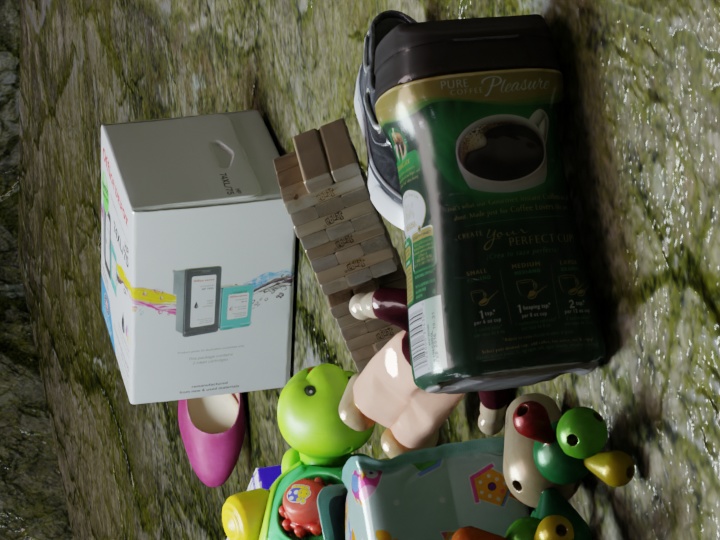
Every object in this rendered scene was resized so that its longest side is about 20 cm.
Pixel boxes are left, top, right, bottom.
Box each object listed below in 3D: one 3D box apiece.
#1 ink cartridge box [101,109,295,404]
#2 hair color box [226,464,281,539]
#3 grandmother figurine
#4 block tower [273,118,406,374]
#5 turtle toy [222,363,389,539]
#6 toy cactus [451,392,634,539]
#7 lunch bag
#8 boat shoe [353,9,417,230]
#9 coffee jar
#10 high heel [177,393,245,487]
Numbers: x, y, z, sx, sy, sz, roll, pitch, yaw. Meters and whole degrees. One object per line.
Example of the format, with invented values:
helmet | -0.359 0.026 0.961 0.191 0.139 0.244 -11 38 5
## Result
ink cartridge box | -0.142 -0.014 2.032 0.147 0.145 0.201 -116 25 -53
hair color box | -0.067 0.248 2.015 0.200 0.064 0.110 110 150 -64
grandmother figurine | 0.046 0.050 1.444 0.061 0.121 0.200 -64 8 -32
block tower | 0.000 0.000 1.522 0.058 0.054 0.201 -105 -6 -53
turtle toy | -0.011 0.164 1.586 0.101 0.145 0.201 -34 70 60
toy cactus | 0.097 0.136 1.286 0.166 0.101 0.201 -98 0 -52
lunch bag | 0.043 0.199 1.441 0.200 0.121 0.172 122 140 -77
boat shoe | 0.037 -0.094 1.454 0.201 0.071 0.068 -103 13 -54
coffee jar | 0.067 -0.038 1.273 0.085 0.103 0.202 148 116 -71
high heel | -0.139 0.104 2.237 0.096 0.067 0.202 111 164 -82
